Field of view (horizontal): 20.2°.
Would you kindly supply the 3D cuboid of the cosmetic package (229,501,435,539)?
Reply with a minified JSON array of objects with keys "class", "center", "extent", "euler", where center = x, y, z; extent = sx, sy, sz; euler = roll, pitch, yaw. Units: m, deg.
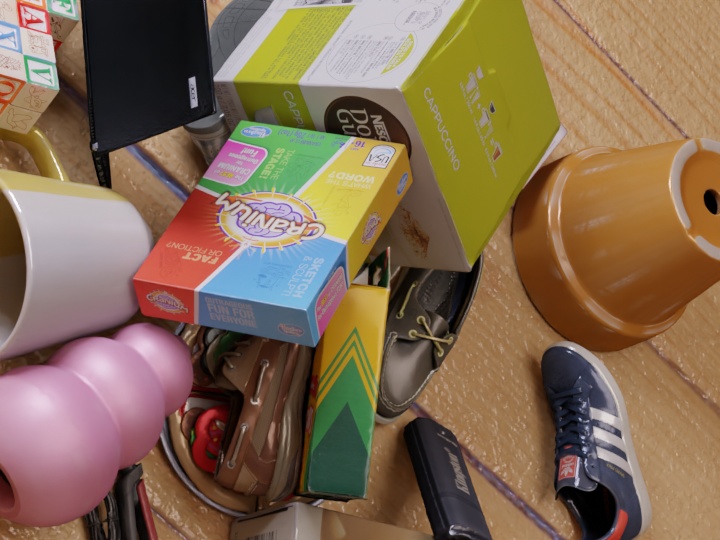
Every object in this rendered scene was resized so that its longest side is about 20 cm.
[{"class":"cosmetic package","center":[-0.002,0.252,1.679],"extent":[0.200,0.105,0.071],"euler":[19,65,-33]}]

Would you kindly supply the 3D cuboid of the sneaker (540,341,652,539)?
[{"class":"sneaker","center":[0.207,0.166,1.888],"extent":[0.084,0.075,0.200],"euler":[-20,87,-45]}]

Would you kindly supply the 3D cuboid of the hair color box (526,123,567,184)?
[{"class":"hair color box","center":[0.100,-0.172,1.938],"extent":[0.200,0.061,0.102],"euler":[51,51,-13]}]

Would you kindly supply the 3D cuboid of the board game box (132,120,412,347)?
[{"class":"board game box","center":[-0.066,-0.033,1.592],"extent":[0.040,0.153,0.200],"euler":[78,30,-41]}]

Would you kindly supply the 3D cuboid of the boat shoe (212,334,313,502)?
[{"class":"boat shoe","center":[-0.081,0.084,1.629],"extent":[0.072,0.076,0.200],"euler":[7,78,-13]}]

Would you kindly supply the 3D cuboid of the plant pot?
[{"class":"plant pot","center":[0.280,-0.040,1.948],"extent":[0.200,0.183,0.201],"euler":[14,66,-34]}]

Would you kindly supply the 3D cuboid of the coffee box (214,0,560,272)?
[{"class":"coffee box","center":[0.028,-0.143,1.740],"extent":[0.200,0.198,0.200],"euler":[-55,137,-36]}]

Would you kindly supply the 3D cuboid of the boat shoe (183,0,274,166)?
[{"class":"boat shoe","center":[-0.098,-0.180,1.789],"extent":[0.065,0.074,0.202],"euler":[69,35,-45]}]

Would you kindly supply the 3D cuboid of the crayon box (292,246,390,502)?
[{"class":"crayon box","center":[-0.016,0.084,1.627],"extent":[0.051,0.127,0.200],"euler":[8,81,-7]}]

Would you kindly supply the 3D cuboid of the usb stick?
[{"class":"usb stick","center":[0.075,0.187,1.731],"extent":[0.055,0.033,0.200],"euler":[23,19,-17]}]

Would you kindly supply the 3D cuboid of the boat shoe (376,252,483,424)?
[{"class":"boat shoe","center":[0.056,0.048,1.824],"extent":[0.072,0.060,0.202],"euler":[39,54,-20]}]

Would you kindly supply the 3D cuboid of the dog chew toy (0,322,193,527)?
[{"class":"dog chew toy","center":[-0.209,0.108,1.552],"extent":[0.200,0.124,0.125],"euler":[-37,98,-36]}]

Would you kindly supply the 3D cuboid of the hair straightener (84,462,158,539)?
[{"class":"hair straightener","center":[-0.188,0.218,1.588],"extent":[0.077,0.041,0.200],"euler":[-2,75,-38]}]

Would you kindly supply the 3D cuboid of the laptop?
[{"class":"laptop","center":[-0.170,-0.167,1.623],"extent":[0.103,0.200,0.178],"euler":[-5,73,-4]}]

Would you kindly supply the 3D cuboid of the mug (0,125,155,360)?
[{"class":"mug","center":[-0.243,-0.025,1.568],"extent":[0.153,0.149,0.187],"euler":[-4,95,-46]}]

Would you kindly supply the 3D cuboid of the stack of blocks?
[{"class":"stack of blocks","center":[-0.289,-0.208,1.612],"extent":[0.115,0.059,0.200],"euler":[14,47,-33]}]

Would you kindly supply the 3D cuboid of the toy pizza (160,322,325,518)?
[{"class":"toy pizza","center":[-0.075,0.109,1.686],"extent":[0.200,0.032,0.201],"euler":[2,85,-25]}]

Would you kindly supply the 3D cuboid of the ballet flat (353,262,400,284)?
[{"class":"ballet flat","center":[0.000,0.000,1.803],"extent":[0.069,0.069,0.200],"euler":[48,51,-14]}]
